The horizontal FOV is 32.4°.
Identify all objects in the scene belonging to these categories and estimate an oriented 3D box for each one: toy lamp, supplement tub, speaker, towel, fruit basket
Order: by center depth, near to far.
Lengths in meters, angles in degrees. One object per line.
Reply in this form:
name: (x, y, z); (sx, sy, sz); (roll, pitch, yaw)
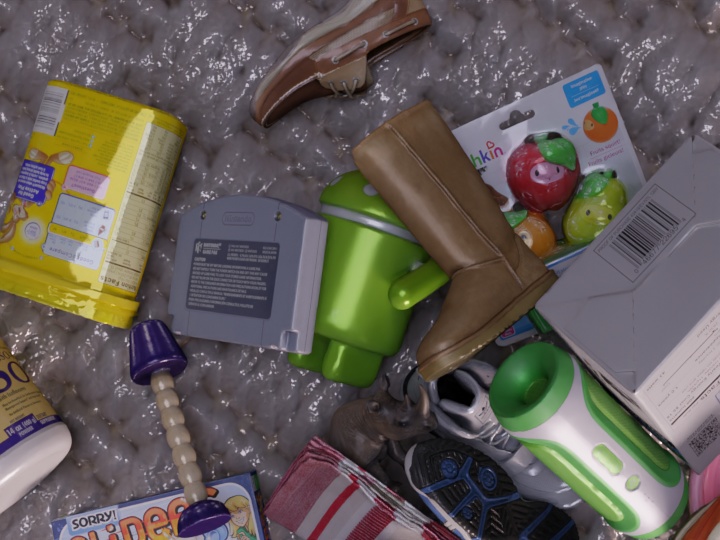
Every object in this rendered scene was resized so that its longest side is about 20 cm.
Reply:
speaker: (0.196, 0.146, 1.048); (0.089, 0.088, 0.200); (-48, 119, 0)
towel: (0.012, 0.241, 1.100); (0.199, 0.145, 0.023); (35, 50, 3)
fruit basket: (0.170, -0.054, 1.109); (0.183, 0.094, 0.202); (-23, 104, 3)
supplement tub: (-0.377, 0.123, 1.137); (0.145, 0.145, 0.201); (-39, 84, 2)
toy lamp: (-0.171, 0.142, 1.144); (0.057, 0.058, 0.202); (-22, 70, 4)

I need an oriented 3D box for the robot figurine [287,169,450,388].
robot figurine: (0.000, 0.000, 1.123); (0.174, 0.115, 0.203); (18, 88, 38)

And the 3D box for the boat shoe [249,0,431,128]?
boat shoe: (-0.018, -0.197, 1.161); (0.199, 0.076, 0.072); (-40, 86, 3)

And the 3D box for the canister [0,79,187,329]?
canister: (-0.257, -0.063, 1.169); (0.146, 0.087, 0.203); (17, 87, 7)

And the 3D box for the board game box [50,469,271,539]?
board game box: (-0.180, 0.277, 1.163); (0.197, 0.034, 0.138); (-15, 85, 4)

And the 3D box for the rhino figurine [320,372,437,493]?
rhino figurine: (0.007, 0.158, 1.098); (0.087, 0.060, 0.201); (39, 133, 3)

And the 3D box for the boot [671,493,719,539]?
boot: (0.344, 0.192, 1.033); (0.075, 0.107, 0.201); (40, 89, 8)

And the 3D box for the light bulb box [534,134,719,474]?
light bulb box: (0.282, 0.034, 1.038); (0.198, 0.200, 0.125); (-46, 51, 0)

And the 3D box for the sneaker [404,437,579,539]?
sneaker: (0.104, 0.215, 1.079); (0.199, 0.077, 0.076); (40, 54, -26)

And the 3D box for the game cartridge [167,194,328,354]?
game cartridge: (-0.103, 0.000, 1.118); (0.198, 0.041, 0.135); (5, 82, 49)

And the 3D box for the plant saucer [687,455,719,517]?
plant saucer: (0.390, 0.199, 1.105); (0.197, 0.051, 0.204); (0, 87, 6)

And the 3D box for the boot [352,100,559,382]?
boot: (0.057, -0.026, 1.036); (0.174, 0.066, 0.201); (-31, 81, -39)

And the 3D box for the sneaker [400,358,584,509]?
sneaker: (0.123, 0.144, 1.098); (0.199, 0.115, 0.076); (34, 79, 8)
